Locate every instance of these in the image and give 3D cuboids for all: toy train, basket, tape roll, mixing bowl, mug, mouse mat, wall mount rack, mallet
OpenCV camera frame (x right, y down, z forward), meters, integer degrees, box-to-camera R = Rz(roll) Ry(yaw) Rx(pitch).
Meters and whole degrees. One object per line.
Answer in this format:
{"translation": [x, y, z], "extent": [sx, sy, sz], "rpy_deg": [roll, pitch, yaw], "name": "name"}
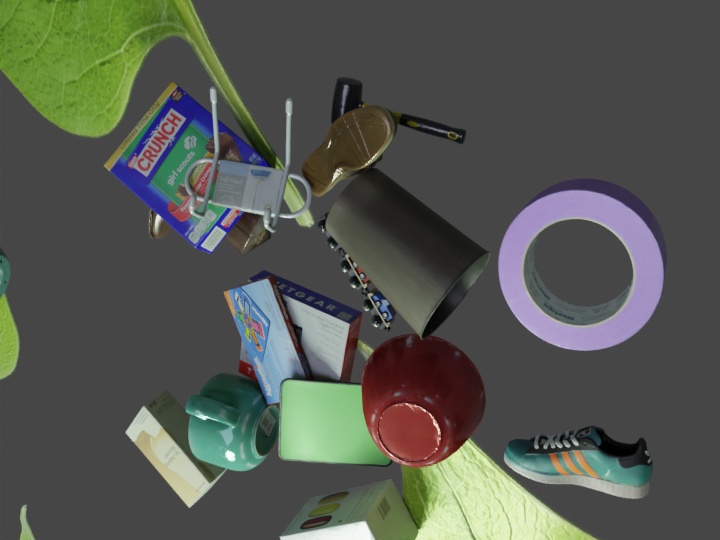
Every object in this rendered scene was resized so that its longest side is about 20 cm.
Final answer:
{"translation": [0.000, 0.000, 1.004], "extent": [0.045, 0.034, 0.203], "rpy_deg": [-29, 92, 21], "name": "toy train"}
{"translation": [0.057, -0.032, 0.898], "extent": [0.200, 0.136, 0.181], "rpy_deg": [43, 160, 14], "name": "basket"}
{"translation": [0.275, -0.007, 0.829], "extent": [0.195, 0.065, 0.206], "rpy_deg": [10, 112, 26], "name": "tape roll"}
{"translation": [0.081, 0.209, 0.970], "extent": [0.194, 0.109, 0.206], "rpy_deg": [6, 112, 15], "name": "mixing bowl"}
{"translation": [-0.212, 0.266, 1.127], "extent": [0.111, 0.184, 0.157], "rpy_deg": [8, 103, 21], "name": "mug"}
{"translation": [-0.036, 0.250, 1.077], "extent": [0.193, 0.008, 0.165], "rpy_deg": [4, 115, -3], "name": "mouse mat"}
{"translation": [-0.161, -0.152, 0.929], "extent": [0.194, 0.075, 0.179], "rpy_deg": [10, 84, 8], "name": "wall mount rack"}
{"translation": [0.050, -0.217, 0.896], "extent": [0.195, 0.041, 0.068], "rpy_deg": [13, 117, 20], "name": "mallet"}

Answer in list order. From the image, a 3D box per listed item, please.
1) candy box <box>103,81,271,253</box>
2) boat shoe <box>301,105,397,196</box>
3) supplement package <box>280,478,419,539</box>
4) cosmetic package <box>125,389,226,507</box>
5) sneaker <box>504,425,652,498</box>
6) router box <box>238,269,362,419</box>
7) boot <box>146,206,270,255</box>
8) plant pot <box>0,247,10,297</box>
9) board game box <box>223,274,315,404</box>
{"translation": [-0.260, -0.157, 1.018], "extent": [0.199, 0.077, 0.170], "rpy_deg": [39, 87, 11], "name": "candy box"}
{"translation": [-0.006, -0.167, 0.901], "extent": [0.199, 0.071, 0.073], "rpy_deg": [-34, 85, 52], "name": "boat shoe"}
{"translation": [-0.020, 0.452, 1.131], "extent": [0.197, 0.114, 0.112], "rpy_deg": [-25, 97, 32], "name": "supplement package"}
{"translation": [-0.361, 0.351, 1.308], "extent": [0.200, 0.071, 0.106], "rpy_deg": [46, 123, 7], "name": "cosmetic package"}
{"translation": [0.297, 0.248, 0.912], "extent": [0.194, 0.071, 0.083], "rpy_deg": [4, 106, 22], "name": "sneaker"}
{"translation": [-0.104, 0.121, 1.094], "extent": [0.196, 0.049, 0.184], "rpy_deg": [21, 117, 21], "name": "router box"}
{"translation": [-0.249, -0.076, 1.098], "extent": [0.198, 0.064, 0.189], "rpy_deg": [37, 119, 7], "name": "boot"}
{"translation": [-0.835, -0.001, 1.376], "extent": [0.157, 0.201, 0.205], "rpy_deg": [20, 118, 4], "name": "plant pot"}
{"translation": [-0.146, 0.116, 1.075], "extent": [0.101, 0.019, 0.205], "rpy_deg": [-14, 100, 30], "name": "board game box"}
